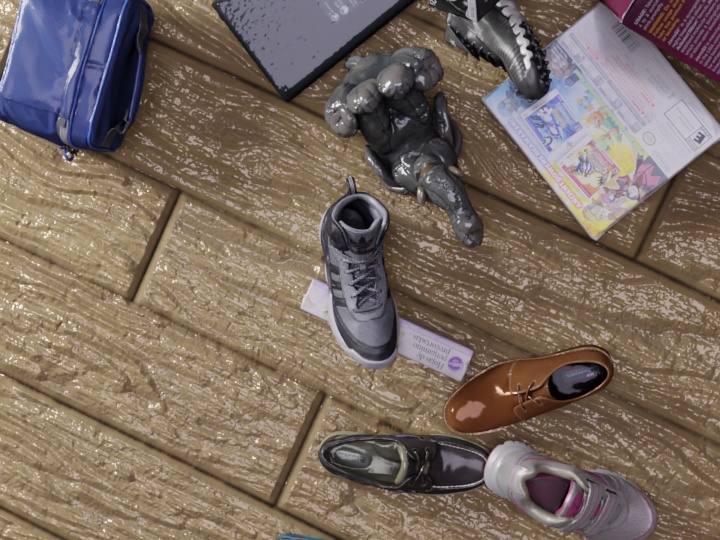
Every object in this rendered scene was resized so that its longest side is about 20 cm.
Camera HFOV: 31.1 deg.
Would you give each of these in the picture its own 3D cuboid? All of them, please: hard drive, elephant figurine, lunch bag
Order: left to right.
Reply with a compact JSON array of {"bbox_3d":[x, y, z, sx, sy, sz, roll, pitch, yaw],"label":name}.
[{"bbox_3d":[-0.305,-0.220,1.424,0.132,0.136,0.201,15,94,6],"label":"lunch bag"},{"bbox_3d":[-0.048,-0.305,1.445,0.200,0.033,0.140,-38,88,6],"label":"hard drive"},{"bbox_3d":[0.056,-0.132,1.401,0.141,0.155,0.200,-13,121,40],"label":"elephant figurine"}]

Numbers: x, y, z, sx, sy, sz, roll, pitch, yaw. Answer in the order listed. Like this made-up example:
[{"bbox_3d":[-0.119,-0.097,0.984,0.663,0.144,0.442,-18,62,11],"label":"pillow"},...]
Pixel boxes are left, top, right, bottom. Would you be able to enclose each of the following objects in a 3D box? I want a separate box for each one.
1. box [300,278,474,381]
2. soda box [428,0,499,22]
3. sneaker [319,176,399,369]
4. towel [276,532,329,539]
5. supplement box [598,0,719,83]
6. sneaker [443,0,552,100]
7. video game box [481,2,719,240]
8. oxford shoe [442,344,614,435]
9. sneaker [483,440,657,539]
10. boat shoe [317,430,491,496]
[{"bbox_3d":[0.030,0.065,1.449,0.199,0.041,0.039,24,94,4],"label":"box"},{"bbox_3d":[0.149,-0.346,1.347,0.063,0.071,0.200,26,57,29],"label":"soda box"},{"bbox_3d":[0.000,0.000,1.384,0.075,0.114,0.201,-9,68,-10],"label":"sneaker"},{"bbox_3d":[-0.032,0.408,1.480,0.146,0.022,0.201,5,93,6],"label":"towel"},{"bbox_3d":[0.356,-0.263,1.321,0.200,0.131,0.103,27,110,-15],"label":"supplement box"},{"bbox_3d":[0.139,-0.253,1.392,0.090,0.066,0.201,-29,62,17],"label":"sneaker"},{"bbox_3d":[0.264,-0.166,1.412,0.182,0.047,0.200,-38,88,4],"label":"video game box"},{"bbox_3d":[0.182,0.132,1.422,0.199,0.071,0.072,-22,92,8],"label":"oxford shoe"},{"bbox_3d":[0.234,0.253,1.404,0.199,0.088,0.082,18,94,-8],"label":"sneaker"},{"bbox_3d":[0.049,0.217,1.440,0.200,0.066,0.072,6,91,5],"label":"boat shoe"}]
